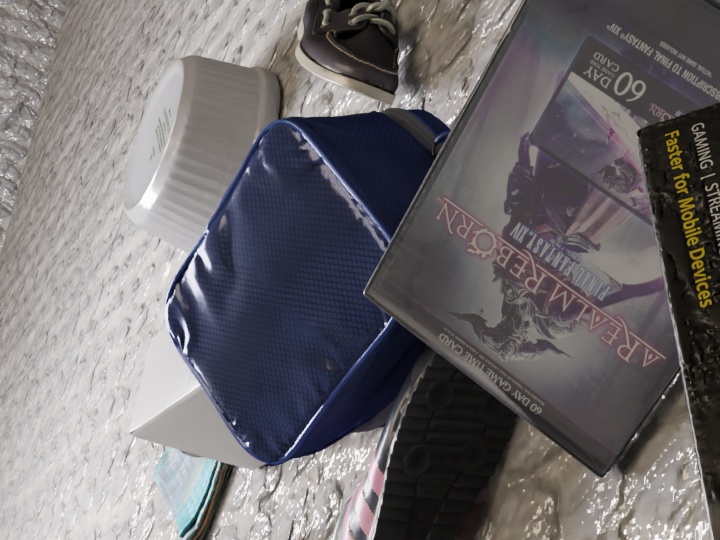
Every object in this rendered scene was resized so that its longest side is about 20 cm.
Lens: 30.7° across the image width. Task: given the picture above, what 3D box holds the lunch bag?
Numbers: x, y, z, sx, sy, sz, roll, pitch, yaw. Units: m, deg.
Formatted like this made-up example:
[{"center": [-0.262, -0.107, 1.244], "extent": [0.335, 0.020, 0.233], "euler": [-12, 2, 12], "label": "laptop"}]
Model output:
[{"center": [0.000, 0.000, 0.738], "extent": [0.136, 0.132, 0.200], "euler": [54, 128, 22], "label": "lunch bag"}]

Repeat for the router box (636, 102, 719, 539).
[{"center": [0.166, 0.023, 0.363], "extent": [0.148, 0.051, 0.201], "euler": [-18, 48, 20], "label": "router box"}]

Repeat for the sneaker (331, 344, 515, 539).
[{"center": [0.021, 0.115, 0.701], "extent": [0.082, 0.070, 0.202], "euler": [26, 95, 65], "label": "sneaker"}]

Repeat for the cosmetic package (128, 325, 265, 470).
[{"center": [-0.077, 0.072, 0.920], "extent": [0.200, 0.107, 0.086], "euler": [-31, 44, 56], "label": "cosmetic package"}]

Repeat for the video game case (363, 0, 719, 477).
[{"center": [0.101, -0.030, 0.571], "extent": [0.019, 0.142, 0.201], "euler": [-18, -39, -61], "label": "video game case"}]

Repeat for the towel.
[{"center": [-0.122, 0.114, 1.106], "extent": [0.202, 0.022, 0.147], "euler": [-68, 23, 8], "label": "towel"}]

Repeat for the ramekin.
[{"center": [-0.162, -0.116, 1.284], "extent": [0.203, 0.094, 0.204], "euler": [-50, 30, 44], "label": "ramekin"}]

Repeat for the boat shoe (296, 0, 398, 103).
[{"center": [-0.006, -0.180, 0.982], "extent": [0.063, 0.072, 0.200], "euler": [-64, 18, 18], "label": "boat shoe"}]
